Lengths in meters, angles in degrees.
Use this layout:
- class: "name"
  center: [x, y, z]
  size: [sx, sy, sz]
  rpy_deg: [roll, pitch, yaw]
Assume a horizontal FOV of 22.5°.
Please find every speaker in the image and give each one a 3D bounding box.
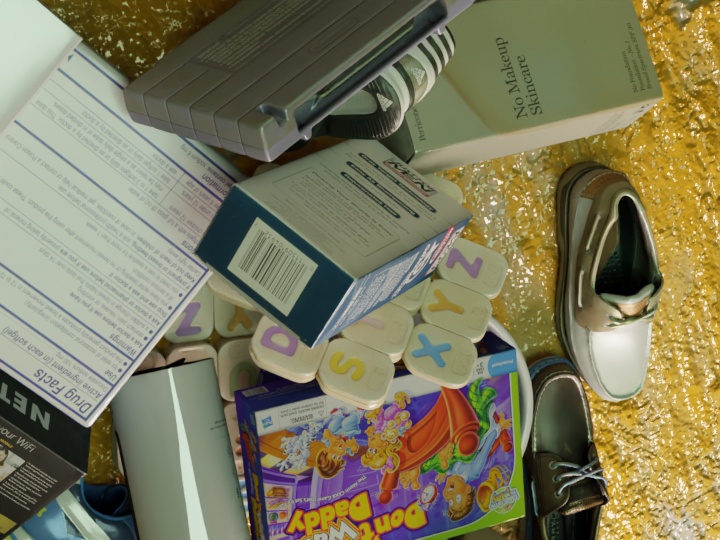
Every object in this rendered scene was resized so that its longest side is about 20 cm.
- class: "speaker"
  center: [-0.122, 0.163, 1.275]
  size: [0.081, 0.081, 0.200]
  rpy_deg: [-12, 91, -19]

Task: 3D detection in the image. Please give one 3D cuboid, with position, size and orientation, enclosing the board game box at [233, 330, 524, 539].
- class: "board game box"
  center: [0.017, 0.132, 1.289]
  size: [0.200, 0.045, 0.135]
  rpy_deg: [-13, 111, -20]

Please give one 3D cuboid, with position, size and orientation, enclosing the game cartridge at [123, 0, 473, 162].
- class: "game cartridge"
  center: [-0.038, -0.140, 1.134]
  size: [0.200, 0.129, 0.038]
  rpy_deg: [-41, 128, -32]

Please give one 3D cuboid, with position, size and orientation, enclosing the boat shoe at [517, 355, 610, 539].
- class: "boat shoe"
  center: [0.167, 0.168, 1.454]
  size: [0.072, 0.072, 0.200]
  rpy_deg: [-13, 111, -19]

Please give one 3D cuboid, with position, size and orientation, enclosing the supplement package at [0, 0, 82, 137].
- class: "supplement package"
  center: [-0.264, -0.149, 1.097]
  size: [0.110, 0.200, 0.114]
  rpy_deg: [40, 89, -28]

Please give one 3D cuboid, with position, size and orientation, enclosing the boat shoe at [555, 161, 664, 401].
- class: "boat shoe"
  center: [0.197, 0.018, 1.421]
  size: [0.075, 0.068, 0.200]
  rpy_deg: [-19, 113, -16]

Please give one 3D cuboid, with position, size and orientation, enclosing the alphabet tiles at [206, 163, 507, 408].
- class: "alphabet tiles"
  center: [0.000, 0.000, 1.274]
  size: [0.195, 0.015, 0.200]
  rpy_deg: [22, 56, 2]

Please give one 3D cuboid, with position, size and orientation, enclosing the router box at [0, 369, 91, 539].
- class: "router box"
  center: [-0.306, 0.110, 1.210]
  size: [0.157, 0.052, 0.200]
  rpy_deg: [-37, 121, 23]

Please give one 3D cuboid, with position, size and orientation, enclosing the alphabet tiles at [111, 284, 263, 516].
- class: "alphabet tiles"
  center: [-0.089, 0.095, 1.355]
  size: [0.200, 0.015, 0.196]
  rpy_deg: [-6, 109, -22]

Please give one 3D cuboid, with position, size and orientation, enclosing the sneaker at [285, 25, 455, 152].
- class: "sneaker"
  center: [-0.016, -0.141, 1.232]
  size: [0.115, 0.200, 0.076]
  rpy_deg: [-43, 124, -34]

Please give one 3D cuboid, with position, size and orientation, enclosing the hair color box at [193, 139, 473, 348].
- class: "hair color box"
  center: [-0.013, -0.024, 1.177]
  size: [0.100, 0.200, 0.061]
  rpy_deg: [39, 116, 12]

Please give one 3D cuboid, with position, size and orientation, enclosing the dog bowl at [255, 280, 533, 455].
- class: "dog bowl"
  center: [0.024, 0.104, 1.354]
  size: [0.200, 0.079, 0.201]
  rpy_deg: [-7, 109, -22]

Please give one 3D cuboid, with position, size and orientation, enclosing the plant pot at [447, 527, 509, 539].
- class: "plant pot"
  center: [0.078, 0.310, 1.381]
  size: [0.200, 0.200, 0.177]
  rpy_deg: [-36, 99, 16]

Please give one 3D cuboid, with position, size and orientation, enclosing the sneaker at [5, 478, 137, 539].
- class: "sneaker"
  center: [-0.170, 0.208, 1.324]
  size: [0.200, 0.074, 0.082]
  rpy_deg: [40, 86, -29]

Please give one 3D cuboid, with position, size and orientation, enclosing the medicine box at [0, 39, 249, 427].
- class: "medicine box"
  center: [-0.197, -0.035, 1.186]
  size: [0.182, 0.103, 0.200]
  rpy_deg: [40, 89, -28]

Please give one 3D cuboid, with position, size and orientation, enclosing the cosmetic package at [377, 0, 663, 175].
- class: "cosmetic package"
  center: [0.105, -0.140, 1.310]
  size: [0.200, 0.073, 0.104]
  rpy_deg: [-15, 81, -20]
